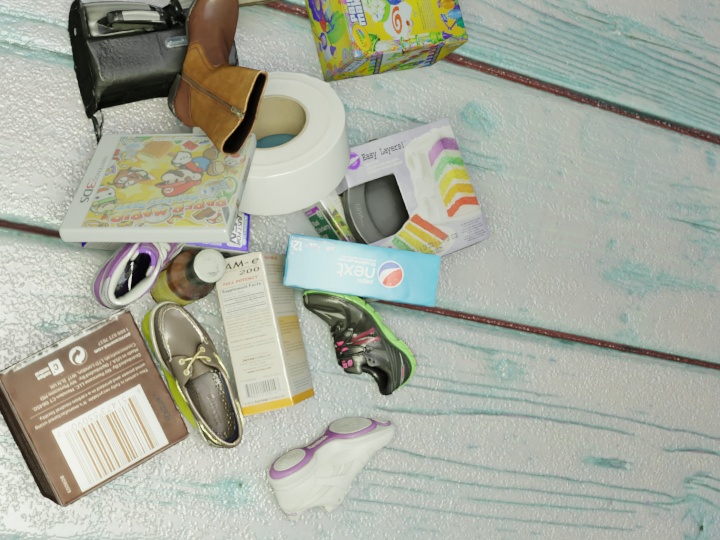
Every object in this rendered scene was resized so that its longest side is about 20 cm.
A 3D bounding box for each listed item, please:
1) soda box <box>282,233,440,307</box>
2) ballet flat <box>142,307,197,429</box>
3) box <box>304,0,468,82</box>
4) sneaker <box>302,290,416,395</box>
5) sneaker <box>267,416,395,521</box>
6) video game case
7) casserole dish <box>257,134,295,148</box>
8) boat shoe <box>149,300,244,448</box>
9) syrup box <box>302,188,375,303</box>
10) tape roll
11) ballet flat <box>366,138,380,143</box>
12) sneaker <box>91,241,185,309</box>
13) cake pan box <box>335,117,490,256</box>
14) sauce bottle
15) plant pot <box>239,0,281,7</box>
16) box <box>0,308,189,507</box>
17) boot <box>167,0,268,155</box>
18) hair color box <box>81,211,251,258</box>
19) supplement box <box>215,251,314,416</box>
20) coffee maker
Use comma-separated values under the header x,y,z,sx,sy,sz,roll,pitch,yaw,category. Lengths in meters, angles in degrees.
x,y,z,sx,sy,sz,roll,pitch,yaw,category
0.000,0.000,1.308,0.197,0.064,0.069,8,89,-4,soda box
-0.221,0.137,1.315,0.067,0.067,0.201,-33,96,-23,ballet flat
0.028,-0.403,1.477,0.191,0.122,0.202,-13,88,-25,box
-0.006,0.099,1.412,0.200,0.077,0.084,42,64,-12,sneaker
-0.035,0.270,1.388,0.199,0.075,0.101,-25,111,-25,sneaker
-0.234,-0.101,1.190,0.197,0.023,0.183,1,44,7,video game case
-0.107,-0.174,1.386,0.120,0.039,0.202,-5,58,2,casserole dish
-0.201,0.130,1.255,0.071,0.059,0.202,-25,95,-23,boat shoe
-0.006,-0.059,1.433,0.081,0.079,0.201,-39,99,-23,syrup box
-0.113,-0.168,1.305,0.200,0.071,0.204,-4,49,4,tape roll
0.069,-0.107,1.491,0.072,0.068,0.202,-27,90,-44,ballet flat
-0.237,-0.038,1.191,0.072,0.114,0.202,34,76,-18,sneaker
0.064,-0.098,1.401,0.198,0.052,0.186,-19,88,-25,cake pan box
-0.216,0.009,1.264,0.065,0.200,0.067,3,83,-24,sauce bottle
-0.158,-0.455,1.379,0.198,0.199,0.176,-14,103,-25,plant pot
-0.327,0.162,1.191,0.165,0.200,0.166,-28,94,-25,box
-0.164,-0.250,1.202,0.068,0.200,0.190,23,97,-33,boot
-0.252,-0.055,1.307,0.198,0.109,0.066,9,79,-23,hair color box
-0.127,0.080,1.327,0.073,0.126,0.202,-13,86,10,supplement box
-0.271,-0.269,1.336,0.198,0.135,0.194,-12,112,-24,coffee maker
